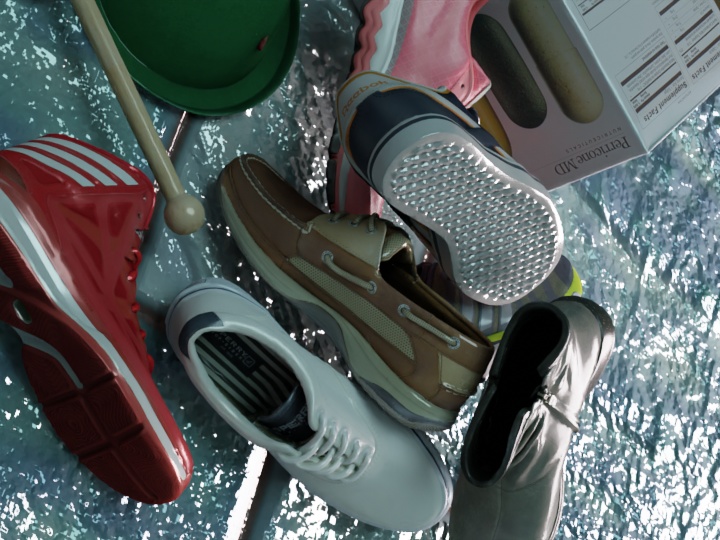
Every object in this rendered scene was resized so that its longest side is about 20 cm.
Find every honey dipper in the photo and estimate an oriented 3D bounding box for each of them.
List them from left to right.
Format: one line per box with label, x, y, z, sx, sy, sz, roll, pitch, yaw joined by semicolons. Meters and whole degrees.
honey dipper;-0.135;-0.110;0.930;0.038;0.038;0.200;-19;80;-45

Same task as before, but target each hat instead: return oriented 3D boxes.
hat;-0.047;-0.207;0.963;0.166;0.176;0.200;24;60;-34

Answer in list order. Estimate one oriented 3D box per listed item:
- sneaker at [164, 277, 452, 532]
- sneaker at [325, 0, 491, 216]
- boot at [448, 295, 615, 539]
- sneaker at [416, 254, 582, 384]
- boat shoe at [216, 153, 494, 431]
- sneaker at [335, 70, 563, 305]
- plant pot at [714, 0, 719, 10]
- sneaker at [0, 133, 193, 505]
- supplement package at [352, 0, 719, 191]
sneaker;-0.029;0.087;0.935;0.200;0.073;0.071;38;14;-15
sneaker;0.032;-0.102;1.020;0.087;0.074;0.200;13;90;1
boot;0.080;0.105;0.968;0.131;0.068;0.200;-10;119;-68
sneaker;0.067;0.024;1.060;0.200;0.074;0.081;-32;93;-46
boat shoe;0.000;0.000;0.964;0.200;0.072;0.076;46;19;14
sneaker;0.053;-0.052;0.976;0.079;0.078;0.200;54;5;36
plant pot;0.255;-0.240;1.313;0.201;0.093;0.201;17;63;-37
sneaker;-0.124;0.014;0.884;0.116;0.078;0.200;-40;103;-42
supplement package;0.119;-0.170;1.120;0.151;0.152;0.200;-40;103;-43
